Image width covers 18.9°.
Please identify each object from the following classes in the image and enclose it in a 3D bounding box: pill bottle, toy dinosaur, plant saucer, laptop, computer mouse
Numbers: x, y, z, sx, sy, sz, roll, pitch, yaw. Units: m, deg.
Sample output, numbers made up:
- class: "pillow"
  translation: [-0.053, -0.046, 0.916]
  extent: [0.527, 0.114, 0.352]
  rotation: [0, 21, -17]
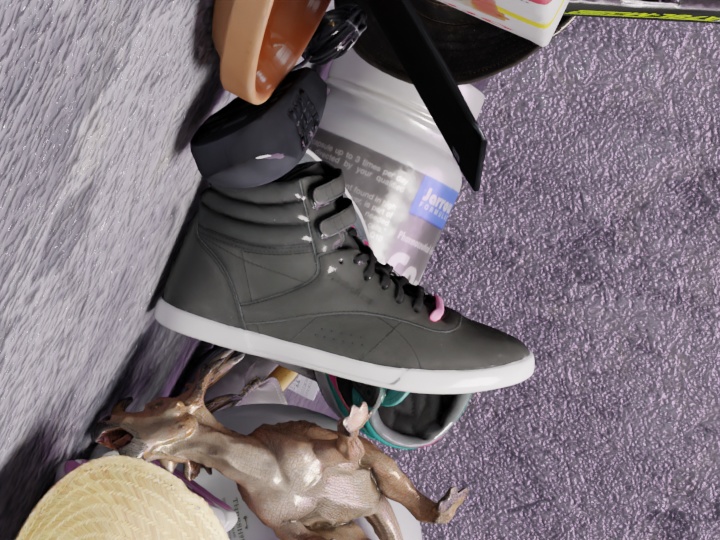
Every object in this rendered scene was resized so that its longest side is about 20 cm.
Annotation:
- class: "pill bottle"
  translation: [-0.006, -0.035, 1.321]
  extent: [0.114, 0.114, 0.200]
  rotation: [21, 93, -86]
- class: "toy dinosaur"
  translation: [-0.033, 0.103, 1.141]
  extent: [0.200, 0.135, 0.086]
  rotation: [37, 81, -47]
- class: "plant saucer"
  translation: [-0.019, -0.171, 0.955]
  extent: [0.200, 0.032, 0.201]
  rotation: [25, 90, -86]
- class: "laptop"
  translation: [0.048, -0.156, 0.962]
  extent: [0.177, 0.103, 0.200]
  rotation: [72, 42, -85]
- class: "computer mouse"
  translation: [-0.032, -0.085, 1.056]
  extent: [0.059, 0.034, 0.200]
  rotation: [-22, -162, 27]

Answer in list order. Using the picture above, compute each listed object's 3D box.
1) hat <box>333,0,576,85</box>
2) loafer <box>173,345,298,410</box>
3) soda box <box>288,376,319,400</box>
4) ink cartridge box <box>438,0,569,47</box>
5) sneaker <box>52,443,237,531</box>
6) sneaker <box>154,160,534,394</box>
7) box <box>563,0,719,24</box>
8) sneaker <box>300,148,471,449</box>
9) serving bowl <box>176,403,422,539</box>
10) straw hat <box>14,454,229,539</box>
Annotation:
- class: "hat"
  translation: [0.051, -0.198, 1.174]
  extent: [0.081, 0.200, 0.201]
  rotation: [50, 56, -42]
- class: "loafer"
  translation: [-0.076, 0.082, 1.382]
  extent: [0.073, 0.072, 0.200]
  rotation: [110, 7, -57]
- class: "soda box"
  translation: [-0.032, 0.007, 1.521]
  extent: [0.200, 0.068, 0.064]
  rotation: [110, 5, -54]
- class: "ink cartridge box"
  translation: [0.019, -0.150, 0.752]
  extent: [0.200, 0.145, 0.084]
  rotation: [-9, 124, -85]
- class: "sneaker"
  translation: [-0.127, 0.143, 1.112]
  extent: [0.089, 0.080, 0.200]
  rotation: [-61, 171, 5]
- class: "sneaker"
  translation: [0.000, 0.000, 1.111]
  extent: [0.071, 0.199, 0.099]
  rotation: [-81, -176, -77]
- class: "box"
  translation: [0.141, -0.213, 0.971]
  extent: [0.047, 0.193, 0.201]
  rotation: [-1, -89, 55]
- class: "sneaker"
  translation: [0.003, 0.024, 1.199]
  extent: [0.084, 0.121, 0.200]
  rotation: [-37, 122, -18]
- class: "serving bowl"
  translation: [-0.069, 0.160, 1.228]
  extent: [0.200, 0.200, 0.066]
  rotation: [-64, 152, -19]
- class: "straw hat"
  translation: [-0.137, 0.179, 0.974]
  extent: [0.201, 0.085, 0.202]
  rotation: [7, 81, -59]
